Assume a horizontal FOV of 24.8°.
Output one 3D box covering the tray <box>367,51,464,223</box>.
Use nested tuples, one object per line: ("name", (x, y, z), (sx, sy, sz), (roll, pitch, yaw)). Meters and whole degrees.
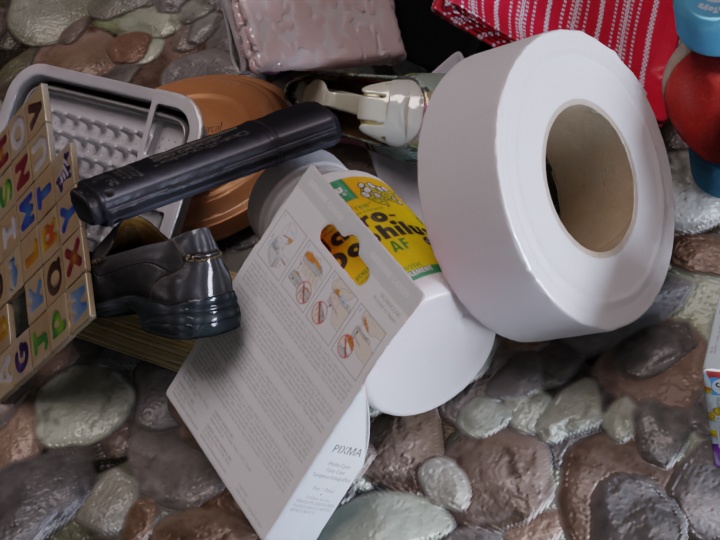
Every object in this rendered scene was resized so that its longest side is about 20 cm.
("tray", (0.067, -0.070, 1.236), (0.107, 0.022, 0.201), (-39, 42, 20))

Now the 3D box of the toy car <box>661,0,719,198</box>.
("toy car", (0.303, -0.083, 1.085), (0.175, 0.185, 0.201), (-13, 52, 6))

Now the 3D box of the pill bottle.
("pill bottle", (0.000, 0.000, 1.152), (0.112, 0.113, 0.200), (-30, 46, -10))

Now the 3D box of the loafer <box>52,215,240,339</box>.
("loafer", (-0.154, -0.004, 1.141), (0.072, 0.073, 0.199), (-14, 16, -43))

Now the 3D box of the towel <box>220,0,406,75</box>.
("towel", (-0.050, -0.253, 1.277), (0.032, 0.202, 0.190), (-14, 0, 41))

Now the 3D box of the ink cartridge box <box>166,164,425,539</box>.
("ink cartridge box", (-0.036, 0.056, 1.086), (0.201, 0.047, 0.160), (-56, 45, 16))

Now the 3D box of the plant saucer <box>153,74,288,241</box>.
("plant saucer", (-0.140, -0.096, 1.334), (0.198, 0.033, 0.201), (-8, 44, 8))

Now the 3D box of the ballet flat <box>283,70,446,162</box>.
("ballet flat", (0.010, -0.124, 1.257), (0.199, 0.071, 0.070), (13, 92, 49))

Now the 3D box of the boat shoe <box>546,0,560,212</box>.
("boat shoe", (0.141, -0.141, 1.236), (0.071, 0.068, 0.202), (-8, 83, 20))

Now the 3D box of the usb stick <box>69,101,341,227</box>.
("usb stick", (-0.105, -0.075, 1.148), (0.199, 0.033, 0.055), (-22, 28, -24))

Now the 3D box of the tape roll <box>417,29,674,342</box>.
("tape roll", (0.128, -0.056, 1.095), (0.070, 0.203, 0.203), (-12, 40, 43))

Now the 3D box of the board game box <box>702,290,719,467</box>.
("board game box", (0.320, 0.063, 0.997), (0.198, 0.103, 0.105), (5, 51, 23))

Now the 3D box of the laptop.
("laptop", (0.096, -0.271, 1.361), (0.115, 0.202, 0.187), (2, 19, -36))

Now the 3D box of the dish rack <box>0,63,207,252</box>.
("dish rack", (-0.209, -0.062, 1.270), (0.198, 0.043, 0.173), (16, 87, 29))

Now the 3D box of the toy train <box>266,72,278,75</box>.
("toy train", (-0.044, -0.240, 1.362), (0.055, 0.150, 0.202), (17, 67, 1))

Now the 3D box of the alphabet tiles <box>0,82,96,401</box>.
("alphabet tiles", (-0.242, -0.027, 1.204), (0.007, 0.167, 0.202), (5, 64, -34))

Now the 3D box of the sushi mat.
("sushi mat", (-0.139, 0.032, 1.239), (0.198, 0.012, 0.096), (16, 55, 29))

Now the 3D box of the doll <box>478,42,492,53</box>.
("doll", (0.142, -0.182, 1.313), (0.199, 0.048, 0.137), (26, 82, 36))

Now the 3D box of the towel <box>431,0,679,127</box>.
("towel", (0.152, -0.201, 1.197), (0.022, 0.199, 0.146), (-34, 34, 55))
